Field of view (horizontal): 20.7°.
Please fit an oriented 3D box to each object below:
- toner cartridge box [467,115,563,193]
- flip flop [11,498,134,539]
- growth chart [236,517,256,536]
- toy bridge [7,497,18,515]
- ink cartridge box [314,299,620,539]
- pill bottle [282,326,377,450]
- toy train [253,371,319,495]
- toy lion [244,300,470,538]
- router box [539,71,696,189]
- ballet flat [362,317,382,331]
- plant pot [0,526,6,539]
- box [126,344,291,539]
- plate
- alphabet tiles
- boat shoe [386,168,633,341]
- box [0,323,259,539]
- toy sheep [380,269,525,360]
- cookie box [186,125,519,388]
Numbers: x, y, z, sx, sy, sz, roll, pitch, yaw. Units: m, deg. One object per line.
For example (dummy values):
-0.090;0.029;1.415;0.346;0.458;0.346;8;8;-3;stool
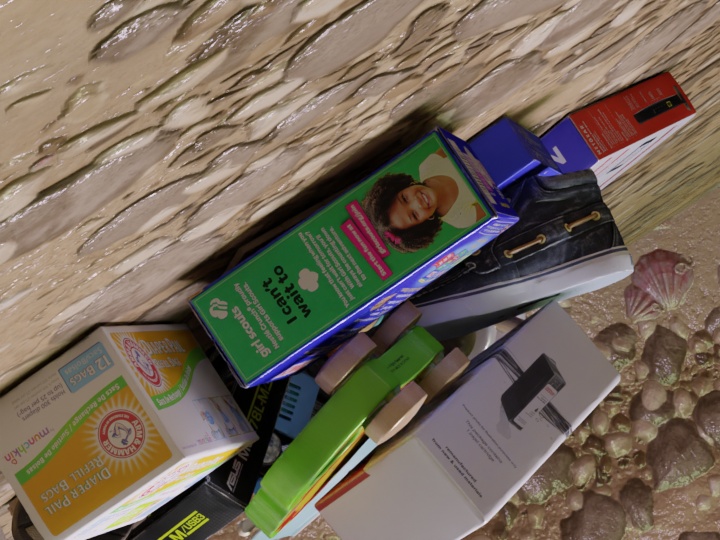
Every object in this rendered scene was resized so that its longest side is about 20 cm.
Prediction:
0.102;-0.071;1.559;0.095;0.043;0.200;-34;173;9;toner cartridge box
-0.204;0.162;1.457;0.058;0.081;0.200;-48;-171;25;flip flop
-0.027;0.163;1.717;0.200;0.018;0.145;-38;175;-41;growth chart
-0.241;0.186;1.791;0.200;0.027;0.067;-26;172;-47;toy bridge
0.082;0.127;1.464;0.200;0.084;0.144;-39;179;-43;ink cartridge box
-0.030;0.088;1.769;0.106;0.106;0.200;-29;172;-32;pill bottle
-0.113;0.138;1.715;0.200;0.087;0.115;-20;-133;62;toy train
-0.018;0.118;1.387;0.192;0.069;0.200;-49;174;17;toy lion
0.183;-0.088;1.779;0.200;0.049;0.179;-40;171;40;router box
0.000;0.000;1.559;0.063;0.069;0.200;-2;161;-19;ballet flat
-0.301;0.258;1.376;0.200;0.184;0.200;-33;173;-4;plant pot
-0.130;0.141;1.550;0.193;0.047;0.200;-37;-155;41;box
-0.014;0.175;1.685;0.200;0.026;0.200;-41;176;-3;plate
-0.041;-0.019;1.409;0.167;0.008;0.200;-31;173;-25;alphabet tiles
0.101;-0.010;1.490;0.200;0.091;0.071;-17;168;-13;boat shoe
-0.160;0.107;1.329;0.112;0.101;0.200;-35;173;9;box
0.079;0.034;1.653;0.138;0.138;0.200;-35;-175;13;toy sheep
0.000;-0.008;1.329;0.200;0.075;0.171;-35;175;8;cookie box
